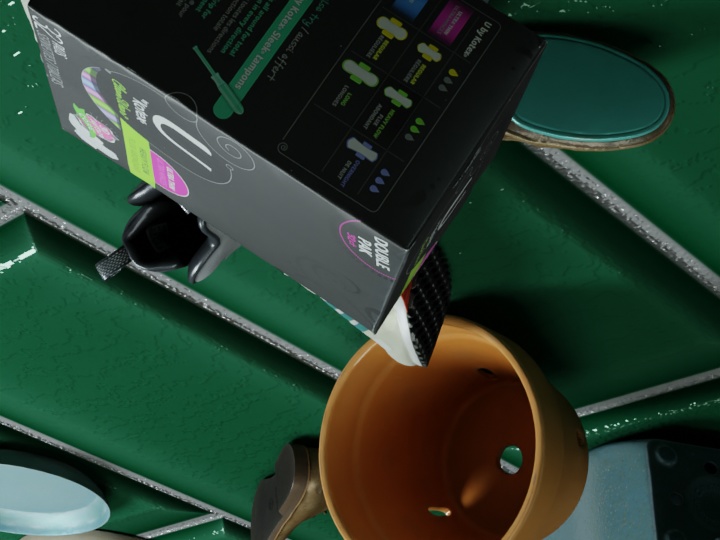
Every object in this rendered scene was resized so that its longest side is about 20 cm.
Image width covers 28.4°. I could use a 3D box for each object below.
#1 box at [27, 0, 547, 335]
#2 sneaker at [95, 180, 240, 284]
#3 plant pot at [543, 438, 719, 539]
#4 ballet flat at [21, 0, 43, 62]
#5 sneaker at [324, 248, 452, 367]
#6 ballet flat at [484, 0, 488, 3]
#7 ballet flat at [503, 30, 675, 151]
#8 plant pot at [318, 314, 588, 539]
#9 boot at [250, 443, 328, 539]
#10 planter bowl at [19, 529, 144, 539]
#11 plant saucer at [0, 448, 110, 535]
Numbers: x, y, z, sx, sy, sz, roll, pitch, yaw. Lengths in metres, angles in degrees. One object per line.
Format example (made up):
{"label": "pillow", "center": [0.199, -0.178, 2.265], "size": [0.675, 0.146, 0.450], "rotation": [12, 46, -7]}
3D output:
{"label": "box", "center": [-0.036, -0.087, 0.682], "size": [0.200, 0.125, 0.149], "rotation": [33, 164, 4]}
{"label": "sneaker", "center": [-0.097, -0.034, 0.839], "size": [0.078, 0.140, 0.200], "rotation": [50, 161, 5]}
{"label": "plant pot", "center": [0.276, 0.255, 1.266], "size": [0.195, 0.196, 0.200], "rotation": [10, 141, -8]}
{"label": "ballet flat", "center": [-0.146, -0.156, 0.753], "size": [0.072, 0.072, 0.200], "rotation": [11, 149, -10]}
{"label": "sneaker", "center": [0.000, 0.000, 0.998], "size": [0.093, 0.071, 0.200], "rotation": [12, 156, 24]}
{"label": "ballet flat", "center": [0.012, -0.167, 0.693], "size": [0.074, 0.075, 0.200], "rotation": [-10, 147, 24]}
{"label": "ballet flat", "center": [0.075, -0.099, 0.814], "size": [0.199, 0.068, 0.072], "rotation": [4, 170, 2]}
{"label": "plant pot", "center": [0.087, 0.144, 1.111], "size": [0.199, 0.201, 0.140], "rotation": [-17, 159, 32]}
{"label": "boot", "center": [-0.059, 0.230, 1.387], "size": [0.075, 0.074, 0.200], "rotation": [5, 149, -20]}
{"label": "planter bowl", "center": [-0.307, 0.394, 1.633], "size": [0.199, 0.135, 0.200], "rotation": [3, 149, 2]}
{"label": "plant saucer", "center": [-0.354, 0.225, 1.456], "size": [0.199, 0.028, 0.200], "rotation": [3, 150, 2]}
